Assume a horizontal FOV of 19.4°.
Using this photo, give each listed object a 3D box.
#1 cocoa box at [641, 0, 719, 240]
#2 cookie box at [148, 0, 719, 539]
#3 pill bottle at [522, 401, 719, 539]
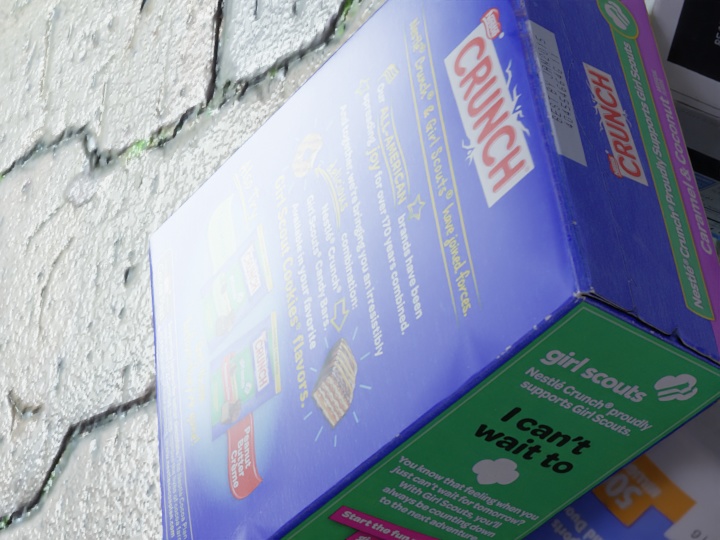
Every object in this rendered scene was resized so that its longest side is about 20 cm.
[{"bbox_3d":[0.158,-0.123,0.801,0.131,0.133,0.200,153,137,-71],"label":"cocoa box"},{"bbox_3d":[0.017,0.009,0.697,0.200,0.075,0.171,-41,40,34],"label":"cookie box"},{"bbox_3d":[0.062,0.110,0.741,0.200,0.112,0.112,-49,40,23],"label":"pill bottle"}]
